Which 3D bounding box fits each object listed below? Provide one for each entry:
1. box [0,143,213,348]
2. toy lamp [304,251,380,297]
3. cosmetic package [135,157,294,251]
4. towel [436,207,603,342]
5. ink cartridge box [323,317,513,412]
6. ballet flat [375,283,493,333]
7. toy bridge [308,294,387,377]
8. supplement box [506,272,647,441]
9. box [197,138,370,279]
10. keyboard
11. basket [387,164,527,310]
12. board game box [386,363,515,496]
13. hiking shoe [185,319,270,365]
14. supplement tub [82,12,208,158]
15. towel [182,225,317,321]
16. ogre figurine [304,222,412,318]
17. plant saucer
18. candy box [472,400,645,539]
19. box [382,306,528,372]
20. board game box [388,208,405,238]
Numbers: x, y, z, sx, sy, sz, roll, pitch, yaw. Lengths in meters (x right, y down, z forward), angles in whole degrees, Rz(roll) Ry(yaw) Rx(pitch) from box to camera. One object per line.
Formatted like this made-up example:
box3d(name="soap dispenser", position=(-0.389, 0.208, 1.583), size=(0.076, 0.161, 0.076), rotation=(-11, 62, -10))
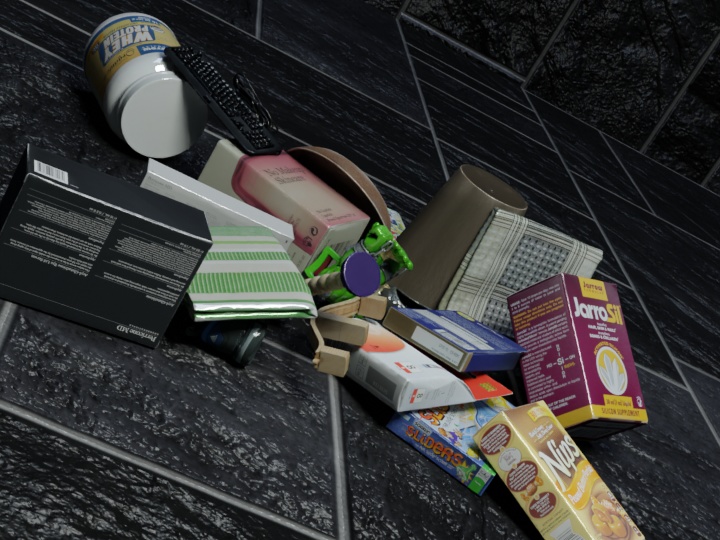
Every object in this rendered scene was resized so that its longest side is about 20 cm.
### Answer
box3d(name="box", position=(-0.273, -0.022, 1.294), size=(0.200, 0.141, 0.079), rotation=(22, 21, -25))
box3d(name="toy lamp", position=(-0.057, 0.018, 1.468), size=(0.058, 0.200, 0.058), rotation=(9, 74, -35))
box3d(name="cosmetic package", position=(-0.189, -0.057, 1.567), size=(0.200, 0.083, 0.051), rotation=(26, 22, -17))
box3d(name="towel", position=(0.221, 0.029, 1.774), size=(0.192, 0.200, 0.035), rotation=(21, 17, -24))
box3d(name="ink cartridge box", position=(0.071, 0.106, 1.523), size=(0.200, 0.050, 0.162), rotation=(-6, 27, -41))
box3d(name="ballet flat", position=(0.092, 0.060, 1.724), size=(0.200, 0.057, 0.066), rotation=(30, 24, -4))
box3d(name="toy bridge", position=(-0.024, 0.068, 1.455), size=(0.067, 0.027, 0.200), rotation=(13, 21, 11))
box3d(name="supplement box", position=(0.288, 0.118, 1.682), size=(0.131, 0.103, 0.201), rotation=(9, 63, -43))
box3d(name="box", position=(-0.110, -0.079, 1.686), size=(0.200, 0.109, 0.128), rotation=(38, 22, 16))
box3d(name="keyboard", position=(-0.172, -0.237, 1.698), size=(0.200, 0.040, 0.104), rotation=(51, 26, 14))
box3d(name="basket", position=(0.139, -0.040, 1.813), size=(0.180, 0.200, 0.136), rotation=(29, 21, -3))
box3d(name="board game box", position=(0.123, 0.184, 1.523), size=(0.135, 0.035, 0.200), rotation=(35, 22, 9))
box3d(name="hiking shoe", position=(-0.149, 0.026, 1.447), size=(0.087, 0.075, 0.200), rotation=(25, 21, -15))
box3d(name="supplement tub", position=(-0.301, -0.260, 1.777), size=(0.144, 0.145, 0.200), rotation=(16, 26, -35))
box3d(name="towel", position=(-0.144, 0.001, 1.418), size=(0.152, 0.023, 0.200), rotation=(-1, 28, -23))
box3d(name="ogre figurine", position=(0.000, 0.000, 1.600), size=(0.098, 0.120, 0.200), rotation=(54, 2, -9))
box3d(name="plant saucer", position=(-0.028, -0.098, 1.758), size=(0.200, 0.200, 0.034), rotation=(38, 65, 18))
box3d(name="candy box", position=(0.226, 0.248, 1.439), size=(0.200, 0.055, 0.115), rotation=(55, 27, 19))
box3d(name="box", position=(0.125, 0.087, 1.602), size=(0.121, 0.032, 0.200), rotation=(30, 13, 27))
box3d(name="board game box", position=(-0.018, -0.085, 1.938), size=(0.200, 0.029, 0.135), rotation=(22, 22, -23))
